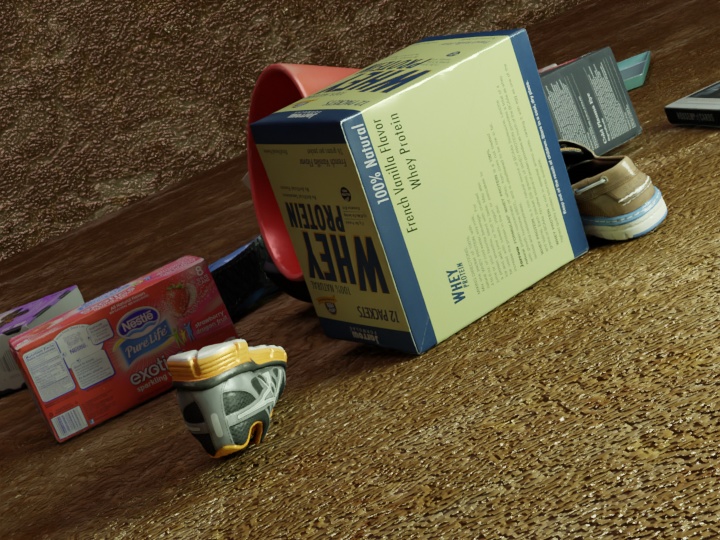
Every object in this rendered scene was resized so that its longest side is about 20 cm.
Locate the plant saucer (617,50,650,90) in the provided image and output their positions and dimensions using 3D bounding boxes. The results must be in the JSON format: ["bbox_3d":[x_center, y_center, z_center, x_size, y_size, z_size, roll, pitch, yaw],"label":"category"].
[{"bbox_3d":[0.367,-0.270,2.141,0.069,0.019,0.200,-20,10,18],"label":"plant saucer"}]

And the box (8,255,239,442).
[{"bbox_3d":[-0.225,0.071,1.478,0.199,0.100,0.095,-26,11,-14],"label":"box"}]

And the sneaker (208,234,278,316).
[{"bbox_3d":[-0.131,0.007,1.697,0.199,0.066,0.078,-31,9,-37],"label":"sneaker"}]

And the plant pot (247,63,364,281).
[{"bbox_3d":[0.009,-0.098,1.422,0.176,0.202,0.200,-7,4,-21],"label":"plant pot"}]

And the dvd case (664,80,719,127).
[{"bbox_3d":[0.436,-0.200,1.620,0.199,0.025,0.150,-26,11,-8],"label":"dvd case"}]

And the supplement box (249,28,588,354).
[{"bbox_3d":[0.051,-0.068,1.268,0.199,0.201,0.134,-30,20,-30],"label":"supplement box"}]

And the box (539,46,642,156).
[{"bbox_3d":[0.164,-0.144,1.653,0.199,0.105,0.182,-17,8,41],"label":"box"}]

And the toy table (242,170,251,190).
[{"bbox_3d":[-0.046,-0.136,1.848,0.184,0.117,0.200,-50,5,15],"label":"toy table"}]

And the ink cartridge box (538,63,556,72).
[{"bbox_3d":[0.157,-0.173,1.918,0.199,0.085,0.146,-20,11,21],"label":"ink cartridge box"}]

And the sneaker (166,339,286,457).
[{"bbox_3d":[-0.096,0.098,1.154,0.078,0.078,0.200,-17,-7,9],"label":"sneaker"}]

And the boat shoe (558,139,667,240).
[{"bbox_3d":[0.179,-0.075,1.338,0.072,0.073,0.199,-40,24,-30],"label":"boat shoe"}]

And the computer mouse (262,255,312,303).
[{"bbox_3d":[0.000,0.000,1.507,0.198,0.053,0.139,-7,17,23],"label":"computer mouse"}]

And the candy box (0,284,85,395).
[{"bbox_3d":[-0.443,0.102,1.871,0.199,0.072,0.168,-20,11,15],"label":"candy box"}]
